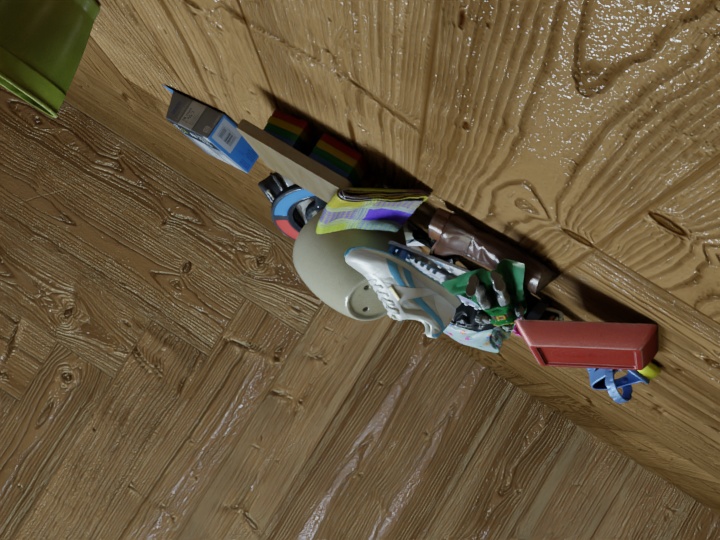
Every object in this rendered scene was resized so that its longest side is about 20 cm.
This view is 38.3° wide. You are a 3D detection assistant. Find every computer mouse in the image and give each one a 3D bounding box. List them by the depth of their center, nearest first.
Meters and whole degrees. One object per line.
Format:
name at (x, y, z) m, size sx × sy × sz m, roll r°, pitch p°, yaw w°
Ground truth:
computer mouse at (0.080, -0.062, 1.877) m, size 0.199 × 0.044 × 0.110 m, roll 27°, pitch 173°, yaw 46°

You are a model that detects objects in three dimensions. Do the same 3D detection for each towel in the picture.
towel at (0.014, -0.088, 1.571) m, size 0.142 × 0.023 × 0.200 m, roll -1°, pitch 167°, yaw -15°

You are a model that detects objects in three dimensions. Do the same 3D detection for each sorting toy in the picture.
sorting toy at (-0.072, -0.173, 1.621) m, size 0.198 × 0.070 × 0.200 m, roll 31°, pitch 175°, yaw 14°

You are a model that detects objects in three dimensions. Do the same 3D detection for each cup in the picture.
cup at (0.000, 0.000, 1.743) m, size 0.200 × 0.200 × 0.144 m, roll 37°, pitch -161°, yaw -43°

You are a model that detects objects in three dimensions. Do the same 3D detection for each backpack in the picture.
backpack at (0.212, 0.075, 1.919) m, size 0.166 × 0.127 × 0.200 m, roll 26°, pitch 176°, yaw 25°

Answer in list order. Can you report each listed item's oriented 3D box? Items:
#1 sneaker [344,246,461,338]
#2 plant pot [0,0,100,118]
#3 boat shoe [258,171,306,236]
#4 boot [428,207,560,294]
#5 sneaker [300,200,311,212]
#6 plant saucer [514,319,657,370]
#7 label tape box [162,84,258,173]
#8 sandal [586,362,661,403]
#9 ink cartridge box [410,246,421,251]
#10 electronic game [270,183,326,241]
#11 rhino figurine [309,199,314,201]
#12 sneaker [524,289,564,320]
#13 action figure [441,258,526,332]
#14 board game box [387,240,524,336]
sneaker at (0.058, 0.030, 1.617) m, size 0.199 × 0.081 × 0.077 m, roll 31°, pitch 171°, yaw -5°
plant pot at (-0.524, -0.383, 1.673) m, size 0.200 × 0.194 × 0.200 m, roll 33°, pitch 175°, yaw 3°
boat shoe at (-0.137, -0.103, 1.982) m, size 0.074 × 0.060 × 0.201 m, roll 45°, pitch 163°, yaw 46°
boot at (0.202, -0.013, 1.563) m, size 0.199 × 0.065 × 0.186 m, roll 26°, pitch 176°, yaw 15°
sneaker at (-0.096, -0.120, 2.109) m, size 0.076 × 0.081 × 0.200 m, roll 33°, pitch 176°, yaw -25°
plant saucer at (0.338, 0.114, 1.538) m, size 0.198 × 0.037 × 0.200 m, roll 1°, pitch 164°, yaw 16°
label tape box at (-0.309, -0.281, 2.061) m, size 0.199 × 0.064 × 0.144 m, roll 28°, pitch 173°, yaw 37°
sandal at (0.414, 0.164, 1.765) m, size 0.079 × 0.087 × 0.200 m, roll 33°, pitch 177°, yaw -27°
ink cartridge box at (0.001, -0.037, 2.009) m, size 0.200 × 0.147 × 0.084 m, roll 36°, pitch 174°, yaw -39°
electronic game at (-0.057, -0.095, 1.806) m, size 0.198 × 0.042 × 0.200 m, roll 3°, pitch 149°, yaw 2°
rhino figurine at (-0.078, -0.154, 1.889) m, size 0.087 × 0.060 × 0.200 m, roll 40°, pitch 173°, yaw -37°
sneaker at (0.283, 0.073, 1.746) m, size 0.200 × 0.079 × 0.079 m, roll 39°, pitch 163°, yaw -8°
action figure at (0.198, 0.048, 1.501) m, size 0.117 × 0.055 × 0.200 m, roll -9°, pitch 157°, yaw 16°
board game box at (0.156, 0.032, 1.665) m, size 0.199 × 0.026 × 0.200 m, roll 22°, pitch 168°, yaw 33°
